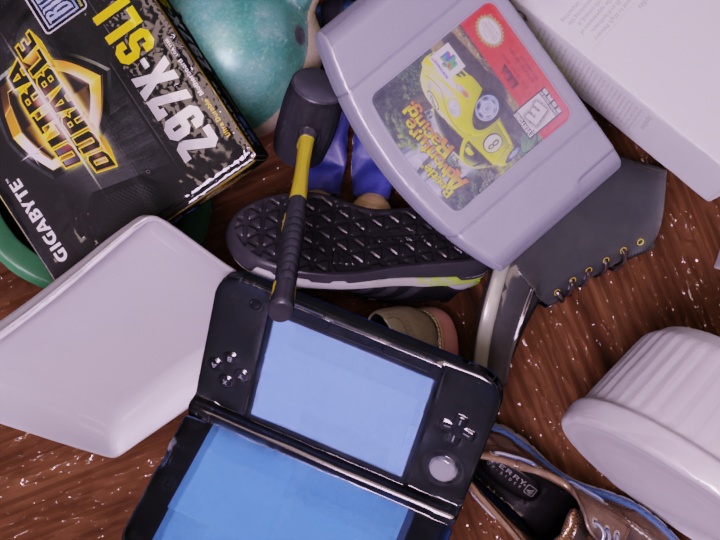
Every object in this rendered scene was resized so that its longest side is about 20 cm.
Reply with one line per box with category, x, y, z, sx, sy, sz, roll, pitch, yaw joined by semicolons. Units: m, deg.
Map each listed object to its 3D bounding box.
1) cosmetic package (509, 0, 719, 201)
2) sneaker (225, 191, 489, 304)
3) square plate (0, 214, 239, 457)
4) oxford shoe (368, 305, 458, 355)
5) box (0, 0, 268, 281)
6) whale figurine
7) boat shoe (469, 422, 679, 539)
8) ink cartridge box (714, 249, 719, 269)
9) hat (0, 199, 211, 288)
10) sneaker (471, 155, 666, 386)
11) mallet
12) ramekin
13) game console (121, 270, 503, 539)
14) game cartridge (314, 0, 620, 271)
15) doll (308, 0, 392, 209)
cosmetic package;0.207;-0.152;0.799;0.200;0.074;0.102;42;83;7
sneaker;0.000;0.000;0.799;0.199;0.083;0.072;4;55;-20
square plate;-0.160;0.048;0.779;0.198;0.200;0.028;-36;58;12
oxford shoe;0.020;0.123;0.813;0.071;0.074;0.201;-4;80;44
box;-0.179;-0.112;0.743;0.159;0.049;0.200;-33;90;7
whale figurine;-0.101;-0.195;0.813;0.159;0.104;0.201;-11;77;32
boat shoe;0.148;0.186;0.809;0.200;0.072;0.072;31;102;6
ink cartridge box;0.358;0.002;0.775;0.199;0.117;0.068;20;92;5
hat;-0.233;-0.039;0.872;0.199;0.176;0.166;18;67;-18
sneaker;0.148;0.003;0.813;0.106;0.075;0.201;18;90;4
mallet;-0.037;-0.055;0.716;0.041;0.200;0.066;13;128;-9
ramekin;0.240;0.121;0.751;0.202;0.202;0.094;37;80;4
game console;-0.033;0.124;0.724;0.199;0.118;0.171;21;122;9
game cartridge;0.068;-0.105;0.752;0.133;0.041;0.200;-40;101;-4
doll;0.003;-0.140;0.839;0.136;0.048;0.201;4;84;6
